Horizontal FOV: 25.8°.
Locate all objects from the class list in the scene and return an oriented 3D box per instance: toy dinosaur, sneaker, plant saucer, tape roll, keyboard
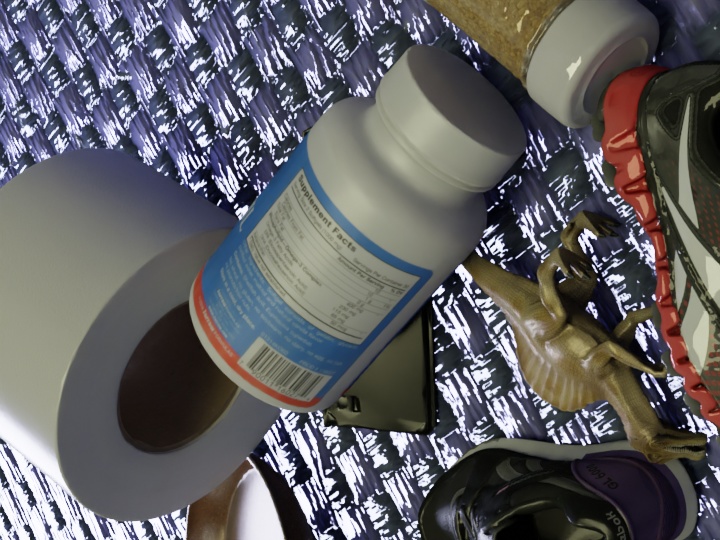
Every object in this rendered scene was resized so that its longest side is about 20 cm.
[{"bbox_3d":[0.104,0.023,0.828,0.200,0.058,0.102,44,134,27],"label":"toy dinosaur"},{"bbox_3d":[0.179,-0.007,0.722,0.098,0.070,0.202,-19,89,52],"label":"sneaker"},{"bbox_3d":[-0.072,0.219,1.079,0.200,0.034,0.203,8,99,64],"label":"plant saucer"},{"bbox_3d":[-0.153,0.039,1.007,0.139,0.202,0.205,29,125,36],"label":"tape roll"},{"bbox_3d":[0.084,0.138,0.872,0.199,0.087,0.076,-21,90,50],"label":"sneaker"},{"bbox_3d":[0.000,0.000,0.962,0.103,0.040,0.202,5,109,22],"label":"keyboard"}]

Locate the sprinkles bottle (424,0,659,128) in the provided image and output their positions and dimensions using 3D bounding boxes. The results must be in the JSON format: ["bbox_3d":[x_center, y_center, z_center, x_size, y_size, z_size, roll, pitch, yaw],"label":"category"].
[{"bbox_3d":[0.060,-0.157,0.796,0.200,0.068,0.069,45,134,26],"label":"sprinkles bottle"}]

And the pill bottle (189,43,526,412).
[{"bbox_3d":[0.000,-0.024,0.868,0.200,0.112,0.113,-49,68,28],"label":"pill bottle"}]
